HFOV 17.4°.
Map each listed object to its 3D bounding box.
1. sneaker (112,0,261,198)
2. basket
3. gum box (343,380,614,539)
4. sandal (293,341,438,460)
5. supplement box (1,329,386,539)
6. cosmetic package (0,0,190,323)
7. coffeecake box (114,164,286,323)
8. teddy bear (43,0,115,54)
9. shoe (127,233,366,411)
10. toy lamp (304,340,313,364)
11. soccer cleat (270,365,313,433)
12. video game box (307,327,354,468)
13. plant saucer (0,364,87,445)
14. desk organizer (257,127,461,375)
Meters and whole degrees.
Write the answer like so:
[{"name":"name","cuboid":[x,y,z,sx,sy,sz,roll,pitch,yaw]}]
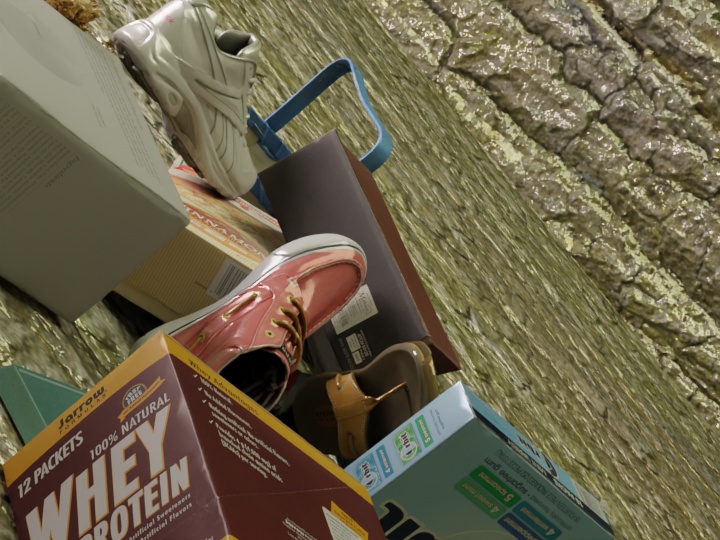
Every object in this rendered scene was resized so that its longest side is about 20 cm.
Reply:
[{"name":"sneaker","cuboid":[-0.110,-0.136,1.834,0.078,0.099,0.200,47,-10,39]},{"name":"basket","cuboid":[-0.067,-0.084,2.004,0.139,0.200,0.176,51,9,-29]},{"name":"gum box","cuboid":[0.046,0.188,1.616,0.170,0.200,0.045,41,17,-36]},{"name":"sandal","cuboid":[-0.004,0.099,1.651,0.054,0.200,0.080,-9,86,-31]},{"name":"supplement box","cuboid":[-0.079,0.181,1.354,0.197,0.133,0.200,41,16,-36]},{"name":"cosmetic package","cuboid":[-0.246,-0.103,1.623,0.200,0.123,0.199,37,18,-42]},{"name":"coffeecake box","cuboid":[-0.114,-0.006,1.820,0.153,0.073,0.200,31,11,5]},{"name":"teddy bear","cuboid":[-0.254,-0.171,1.786,0.145,0.200,0.067,16,68,-23]},{"name":"shoe","cuboid":[-0.061,0.047,1.657,0.091,0.200,0.071,32,-36,50]},{"name":"toy lamp","cuboid":[-0.009,0.098,2.030,0.058,0.058,0.200,42,17,-35]},{"name":"soccer cleat","cuboid":[-0.091,0.101,1.743,0.073,0.068,0.200,27,13,12]},{"name":"video game box","cuboid":[0.017,0.153,1.807,0.200,0.047,0.182,-116,-167,-45]},{"name":"plant saucer","cuboid":[-0.166,0.108,1.534,0.070,0.019,0.200,57,15,29]},{"name":"desk organizer","cuboid":[0.000,0.000,1.783,0.077,0.072,0.200,43,20,-57]}]
